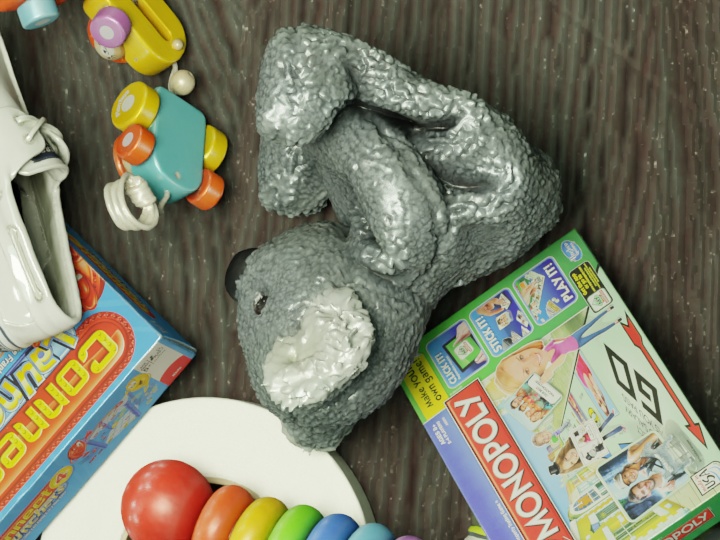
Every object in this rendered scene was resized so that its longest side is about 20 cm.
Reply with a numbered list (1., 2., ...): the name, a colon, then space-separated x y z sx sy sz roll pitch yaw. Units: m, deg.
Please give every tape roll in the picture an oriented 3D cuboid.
1. tape roll: -0.087 0.174 1.719 0.201 0.037 0.204 -1 86 10

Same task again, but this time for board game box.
1. board game box: 0.113 0.087 1.646 0.134 0.029 0.200 -35 51 5
2. board game box: -0.231 0.054 1.725 0.196 0.056 0.200 42 93 22

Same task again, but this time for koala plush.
1. koala plush: 0.000 0.000 1.637 0.183 0.177 0.201 22 75 4

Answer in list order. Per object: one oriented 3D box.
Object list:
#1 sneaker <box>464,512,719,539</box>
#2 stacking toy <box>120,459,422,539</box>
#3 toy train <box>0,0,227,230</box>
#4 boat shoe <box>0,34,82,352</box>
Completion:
1. sneaker: 0.153 0.137 1.663 0.198 0.074 0.082 1 83 9
2. stacking toy: -0.044 0.160 1.656 0.199 0.085 0.086 21 90 15
3. toy train: -0.156 -0.112 1.708 0.055 0.150 0.201 -26 86 36
4. boat shoe: -0.194 -0.057 1.669 0.065 0.073 0.201 -14 84 25
